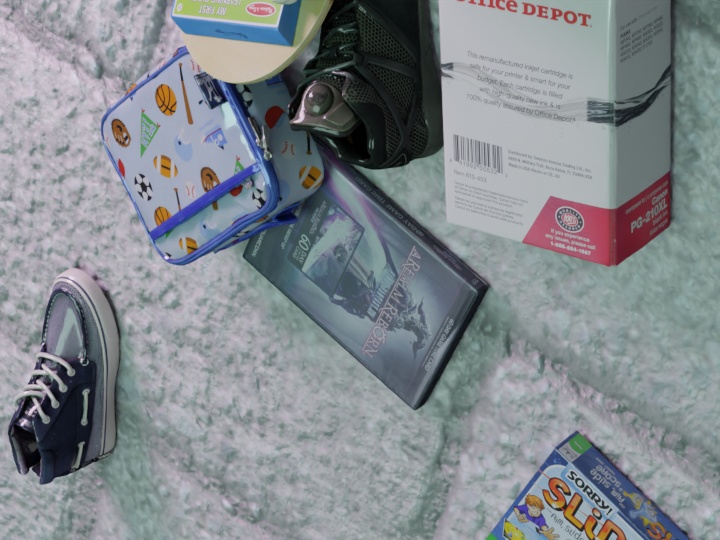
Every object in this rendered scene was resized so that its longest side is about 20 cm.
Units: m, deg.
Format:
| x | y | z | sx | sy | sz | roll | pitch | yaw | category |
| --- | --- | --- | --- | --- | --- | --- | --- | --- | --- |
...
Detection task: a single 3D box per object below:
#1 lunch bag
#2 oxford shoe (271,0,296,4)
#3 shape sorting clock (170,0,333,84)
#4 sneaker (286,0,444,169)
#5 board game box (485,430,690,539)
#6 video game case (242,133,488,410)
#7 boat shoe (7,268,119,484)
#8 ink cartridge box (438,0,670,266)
| x | y | z | sx | sy | sz | roll | pitch | yaw | category |
| --- | --- | --- | --- | --- | --- | --- | --- | --- | --- |
| -0.119 | -0.093 | 1.683 | 0.200 | 0.075 | 0.160 | -28 | 86 | 52 | lunch bag |
| -0.082 | -0.269 | 1.505 | 0.075 | 0.058 | 0.200 | -42 | 52 | 29 | oxford shoe |
| -0.074 | -0.236 | 1.558 | 0.200 | 0.039 | 0.200 | -17 | 67 | 44 | shape sorting clock |
| -0.007 | -0.167 | 1.533 | 0.076 | 0.114 | 0.200 | -3 | 105 | 42 | sneaker |
| 0.200 | 0.237 | 1.616 | 0.200 | 0.034 | 0.135 | 44 | 133 | 15 | board game box |
| 0.000 | 0.000 | 1.680 | 0.200 | 0.019 | 0.143 | 42 | 133 | 18 | video game case |
| -0.275 | 0.103 | 1.918 | 0.075 | 0.093 | 0.200 | 17 | 122 | 34 | boat shoe |
| 0.135 | -0.121 | 1.452 | 0.145 | 0.084 | 0.200 | 16 | 122 | 34 | ink cartridge box |
